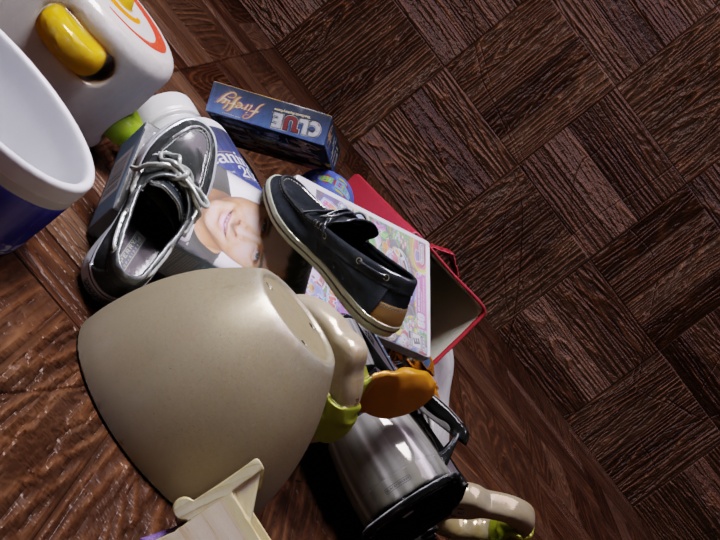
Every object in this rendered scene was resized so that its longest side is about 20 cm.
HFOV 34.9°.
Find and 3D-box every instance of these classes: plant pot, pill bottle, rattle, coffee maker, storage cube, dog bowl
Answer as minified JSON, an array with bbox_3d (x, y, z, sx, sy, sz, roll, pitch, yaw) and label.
[{"bbox_3d":[-0.099,0.076,0.878,0.201,0.134,0.201,50,10,-13],"label":"plant pot"},{"bbox_3d":[-0.169,-0.088,1.197,0.201,0.111,0.111,57,11,25],"label":"pill bottle"},{"bbox_3d":[0.105,0.295,1.232,0.129,0.144,0.200,8,-21,34],"label":"rattle"},{"bbox_3d":[0.000,0.166,1.118,0.201,0.134,0.193,57,-28,23],"label":"coffee maker"},{"bbox_3d":[-0.050,0.064,1.023,0.199,0.142,0.132,20,-56,39],"label":"rattle"},{"bbox_3d":[0.016,0.022,1.417,0.171,0.200,0.180,44,2,-36],"label":"storage cube"},{"bbox_3d":[-0.287,-0.112,0.821,0.201,0.079,0.200,51,9,-11],"label":"dog bowl"}]

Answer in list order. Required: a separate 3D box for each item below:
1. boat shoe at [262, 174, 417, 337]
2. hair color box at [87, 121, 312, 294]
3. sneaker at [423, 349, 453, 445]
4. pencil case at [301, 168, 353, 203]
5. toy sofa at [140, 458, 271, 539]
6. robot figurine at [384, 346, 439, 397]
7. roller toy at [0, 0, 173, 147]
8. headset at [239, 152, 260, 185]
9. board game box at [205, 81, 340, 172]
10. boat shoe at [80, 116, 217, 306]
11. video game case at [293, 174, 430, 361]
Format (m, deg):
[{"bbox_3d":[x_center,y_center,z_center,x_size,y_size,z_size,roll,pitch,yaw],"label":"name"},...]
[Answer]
[{"bbox_3d":[-0.017,-0.027,1.020,0.074,0.063,0.200,9,32,-50],"label":"boat shoe"},{"bbox_3d":[-0.138,-0.037,1.048,0.199,0.060,0.100,31,54,-26],"label":"hair color box"},{"bbox_3d":[0.076,0.144,1.450,0.115,0.073,0.203,16,68,-74],"label":"sneaker"},{"bbox_3d":[-0.056,-0.040,1.293,0.077,0.088,0.201,17,29,-1],"label":"pencil case"},{"bbox_3d":[-0.055,0.231,0.733,0.201,0.097,0.083,54,-15,12],"label":"toy sofa"},{"bbox_3d":[0.021,0.115,1.298,0.058,0.145,0.200,48,-5,34],"label":"robot figurine"},{"bbox_3d":[-0.276,-0.227,1.105,0.183,0.139,0.200,56,11,22],"label":"roller toy"},{"bbox_3d":[-0.125,-0.062,1.368,0.123,0.093,0.202,29,41,-66],"label":"headset"},{"bbox_3d":[-0.095,-0.159,1.309,0.134,0.035,0.200,17,-4,3],"label":"board game box"},{"bbox_3d":[-0.163,-0.061,0.951,0.074,0.068,0.200,42,50,-16],"label":"boat shoe"},{"bbox_3d":[0.000,0.000,1.208,0.199,0.018,0.145,25,55,-37],"label":"video game case"}]
